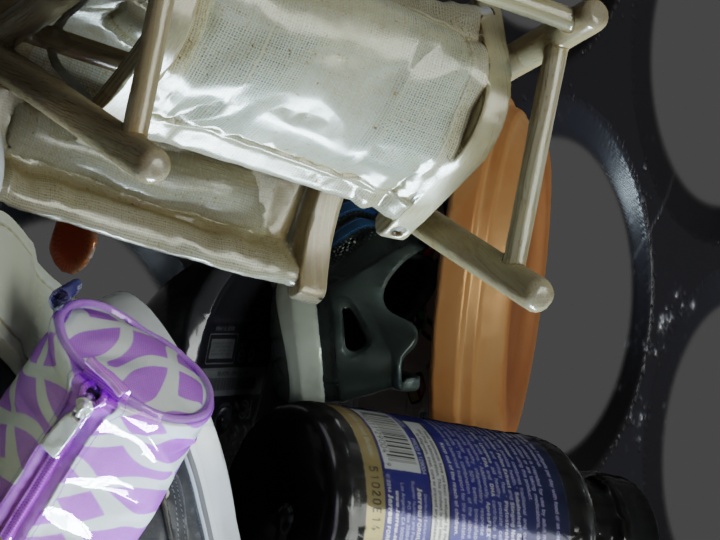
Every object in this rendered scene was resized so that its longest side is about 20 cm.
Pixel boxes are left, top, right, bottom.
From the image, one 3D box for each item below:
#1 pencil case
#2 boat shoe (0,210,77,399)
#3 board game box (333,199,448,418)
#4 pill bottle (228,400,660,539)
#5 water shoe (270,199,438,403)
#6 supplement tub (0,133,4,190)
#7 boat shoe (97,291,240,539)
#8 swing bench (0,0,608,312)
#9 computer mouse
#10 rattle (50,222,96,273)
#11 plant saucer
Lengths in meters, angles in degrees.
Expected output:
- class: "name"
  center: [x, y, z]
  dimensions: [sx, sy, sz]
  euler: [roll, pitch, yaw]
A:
- class: "pencil case"
  center: [-0.139, 0.107, 1.175]
  dimensions: [0.200, 0.084, 0.086]
  euler: [-58, -179, 19]
- class: "boat shoe"
  center: [-0.163, 0.037, 1.225]
  dimensions: [0.200, 0.062, 0.075]
  euler: [64, 29, -63]
- class: "board game box"
  center: [0.028, -0.002, 1.510]
  dimensions: [0.126, 0.035, 0.201]
  euler: [12, 82, -54]
- class: "pill bottle"
  center: [0.042, 0.129, 1.339]
  dimensions: [0.199, 0.112, 0.112]
  euler: [11, 82, -32]
- class: "water shoe"
  center: [0.000, 0.000, 1.386]
  dimensions: [0.200, 0.079, 0.072]
  euler: [-86, 175, -51]
- class: "supplement tub"
  center: [-0.243, -0.010, 1.049]
  dimensions: [0.200, 0.145, 0.145]
  euler: [-54, 132, -34]
- class: "boat shoe"
  center: [-0.099, 0.112, 1.245]
  dimensions: [0.066, 0.070, 0.201]
  euler: [-23, 108, -30]
- class: "swing bench"
  center: [-0.042, -0.069, 1.149]
  dimensions: [0.198, 0.200, 0.130]
  euler: [16, 82, -32]
- class: "computer mouse"
  center: [-0.094, 0.084, 1.338]
  dimensions: [0.138, 0.053, 0.201]
  euler: [14, 89, -65]
- class: "rattle"
  center: [-0.092, -0.111, 1.307]
  dimensions: [0.200, 0.130, 0.143]
  euler: [-32, 108, -19]
- class: "plant saucer"
  center: [0.069, 0.009, 1.437]
  dimensions: [0.200, 0.037, 0.201]
  euler: [6, 90, -81]
